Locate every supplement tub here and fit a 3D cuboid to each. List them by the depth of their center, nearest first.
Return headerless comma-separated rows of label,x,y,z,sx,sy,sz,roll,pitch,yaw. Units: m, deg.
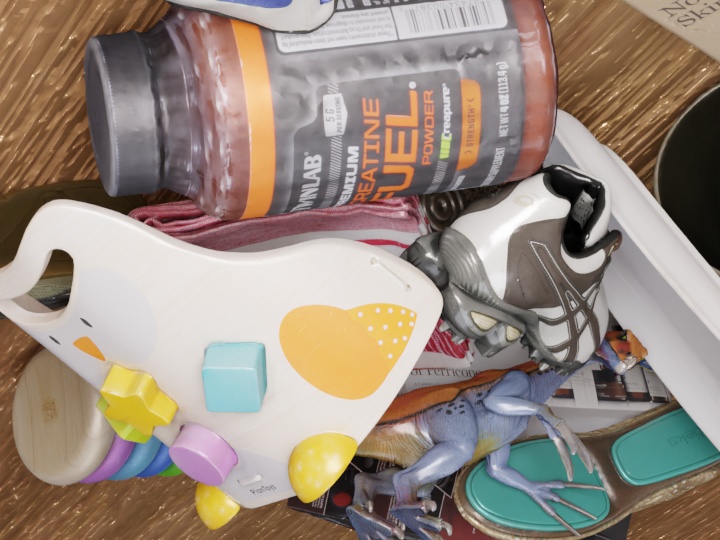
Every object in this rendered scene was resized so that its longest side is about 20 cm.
supplement tub,-0.020,-0.080,0.895,0.199,0.107,0.107,-9,153,-14

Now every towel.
towel,-0.025,0.014,1.041,0.143,0.023,0.200,-7,151,10

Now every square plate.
square plate,0.166,0.017,1.076,0.028,0.200,0.198,-34,156,-4

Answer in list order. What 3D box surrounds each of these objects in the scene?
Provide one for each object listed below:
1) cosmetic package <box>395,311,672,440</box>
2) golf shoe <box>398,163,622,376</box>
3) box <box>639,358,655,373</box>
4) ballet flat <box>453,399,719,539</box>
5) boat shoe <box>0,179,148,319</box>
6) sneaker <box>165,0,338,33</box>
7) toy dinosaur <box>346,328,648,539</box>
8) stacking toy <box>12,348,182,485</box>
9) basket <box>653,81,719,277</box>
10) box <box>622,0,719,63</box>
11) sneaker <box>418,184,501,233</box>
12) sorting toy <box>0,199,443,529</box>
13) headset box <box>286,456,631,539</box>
cosmetic package,0.096,0.059,1.249,0.199,0.083,0.051,4,144,-30
golf shoe,0.101,-0.003,1.002,0.094,0.078,0.200,-43,163,15
box,0.241,0.040,1.282,0.064,0.070,0.200,-25,150,29
ballet flat,0.138,0.130,1.217,0.199,0.071,0.065,-10,157,-26
boat shoe,-0.205,-0.001,1.022,0.199,0.073,0.065,-2,147,-18
sneaker,-0.025,-0.157,0.800,0.199,0.081,0.115,-18,157,28
toy dinosaur,0.070,0.075,1.109,0.200,0.182,0.105,41,149,-4
stacking toy,-0.116,0.093,1.251,0.085,0.086,0.200,-32,154,35
basket,0.272,-0.020,1.115,0.179,0.137,0.200,-2,161,20
box,0.159,-0.155,0.862,0.095,0.078,0.200,-29,149,33
sneaker,-0.012,-0.052,1.028,0.200,0.071,0.075,21,156,-39
sorting toy,-0.096,0.031,0.948,0.180,0.107,0.200,32,152,-19
headset box,0.076,0.154,1.338,0.199,0.075,0.148,7,168,37
